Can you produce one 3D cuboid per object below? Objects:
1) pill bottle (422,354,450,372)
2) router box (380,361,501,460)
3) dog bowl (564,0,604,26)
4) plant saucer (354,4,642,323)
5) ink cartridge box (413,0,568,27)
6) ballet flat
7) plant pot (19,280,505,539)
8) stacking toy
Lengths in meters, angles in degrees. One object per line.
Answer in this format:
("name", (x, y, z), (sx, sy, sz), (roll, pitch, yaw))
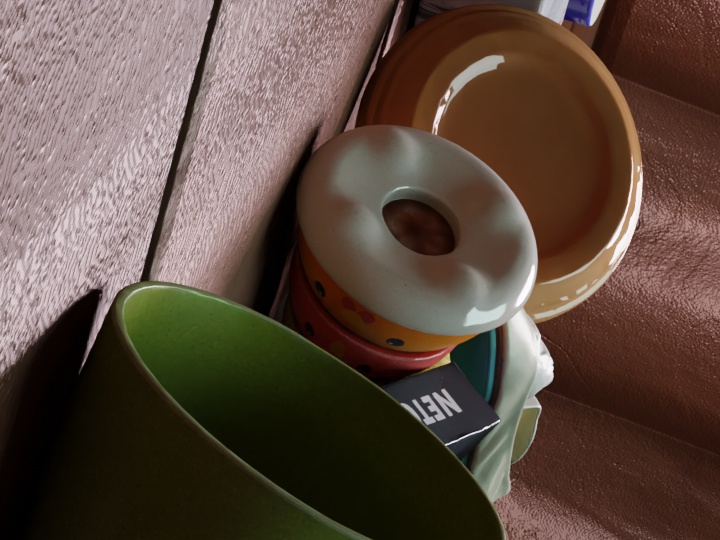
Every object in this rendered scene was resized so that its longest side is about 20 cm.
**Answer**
("pill bottle", (0.013, 0.040, 1.630), (0.109, 0.109, 0.201), (15, 95, -83))
("router box", (-0.021, 0.128, 1.431), (0.149, 0.051, 0.200), (-46, 167, 23))
("dog bowl", (0.191, -0.311, 2.183), (0.200, 0.078, 0.201), (21, 90, -83))
("plant saucer", (0.091, -0.067, 1.588), (0.037, 0.199, 0.201), (-19, -134, 64))
("ink cartridge box", (0.098, -0.211, 1.690), (0.145, 0.083, 0.201), (-63, 169, -46))
("ballet flat", (0.083, 0.073, 1.575), (0.070, 0.069, 0.201), (-63, 169, -47))
("plant pot", (-0.072, 0.140, 1.059), (0.201, 0.187, 0.187), (-56, 177, 15))
("stacking toy", (0.003, 0.028, 1.500), (0.200, 0.145, 0.146), (-61, -178, 44))
